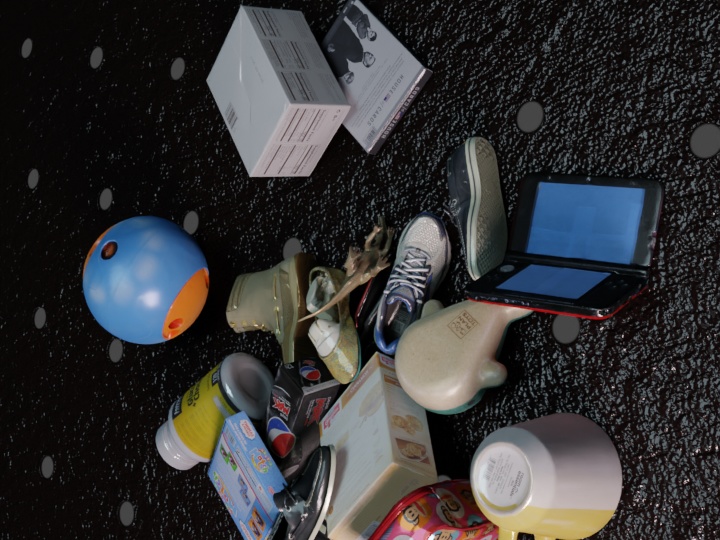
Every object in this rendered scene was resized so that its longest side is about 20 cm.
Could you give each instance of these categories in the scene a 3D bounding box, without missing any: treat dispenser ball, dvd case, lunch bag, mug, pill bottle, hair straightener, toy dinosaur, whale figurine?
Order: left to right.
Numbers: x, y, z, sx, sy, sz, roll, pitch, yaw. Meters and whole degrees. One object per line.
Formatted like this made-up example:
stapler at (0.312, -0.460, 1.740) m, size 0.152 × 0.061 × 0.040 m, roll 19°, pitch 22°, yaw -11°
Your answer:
treat dispenser ball at (-0.339, 0.015, 1.778) m, size 0.199 × 0.200 × 0.204 m, roll -7°, pitch 78°, yaw 39°
pill bottle at (-0.222, 0.221, 1.704) m, size 0.200 × 0.111 × 0.113 m, roll -40°, pitch 60°, yaw 29°
toy dinosaur at (0.000, 0.000, 1.529) m, size 0.058 × 0.201 × 0.101 m, roll 37°, pitch 153°, yaw 2°
dvd case at (0.005, -0.289, 1.645) m, size 0.151 × 0.025 × 0.200 m, roll -53°, pitch 54°, yaw 21°
hair straightener at (0.011, 0.097, 1.566) m, size 0.077 × 0.041 × 0.202 m, roll 34°, pitch 100°, yaw 38°
lunch bag at (0.081, 0.342, 1.368) m, size 0.082 × 0.199 × 0.177 m, roll 46°, pitch 111°, yaw 30°
whale figurine at (0.139, 0.097, 1.439) m, size 0.200 × 0.104 × 0.159 m, roll -45°, pitch 54°, yaw -3°
mug at (0.210, 0.258, 1.300) m, size 0.149 × 0.152 × 0.189 m, roll -29°, pitch 66°, yaw 33°

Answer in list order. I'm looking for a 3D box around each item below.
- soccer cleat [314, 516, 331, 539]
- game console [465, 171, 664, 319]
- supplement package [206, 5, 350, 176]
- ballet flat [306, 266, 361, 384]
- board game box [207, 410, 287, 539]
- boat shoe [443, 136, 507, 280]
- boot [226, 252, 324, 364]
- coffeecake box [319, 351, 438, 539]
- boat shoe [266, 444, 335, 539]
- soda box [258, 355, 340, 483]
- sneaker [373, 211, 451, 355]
soccer cleat at (-0.037, 0.341, 1.534) m, size 0.080 × 0.067 × 0.202 m, roll -21°, pitch 51°, yaw 29°
game console at (0.242, -0.035, 1.343) m, size 0.198 × 0.172 × 0.120 m, roll 7°, pitch 114°, yaw 40°
supplement package at (-0.126, -0.265, 1.674) m, size 0.156 × 0.110 × 0.201 m, roll -54°, pitch 51°, yaw 42°
ballet flat at (-0.044, 0.071, 1.561) m, size 0.071 × 0.070 × 0.201 m, roll -40°, pitch 37°, yaw 29°
board game box at (-0.159, 0.310, 1.606) m, size 0.152 × 0.036 × 0.201 m, roll 56°, pitch 150°, yaw 20°
boat shoe at (0.146, -0.076, 1.457) m, size 0.062 × 0.074 × 0.202 m, roll -22°, pitch 61°, yaw 39°
boot at (-0.129, 0.086, 1.670) m, size 0.154 × 0.072 × 0.203 m, roll -16°, pitch 71°, yaw 38°
coffeecake box at (0.018, 0.234, 1.458) m, size 0.154 × 0.072 × 0.201 m, roll -53°, pitch 26°, yaw 29°
boat shoe at (-0.086, 0.310, 1.453) m, size 0.075 × 0.065 × 0.201 m, roll -103°, pitch 30°, yaw -61°
soda box at (-0.096, 0.219, 1.583) m, size 0.063 × 0.070 × 0.202 m, roll 45°, pitch 132°, yaw 33°
sneaker at (0.068, 0.022, 1.488) m, size 0.076 × 0.085 × 0.202 m, roll 17°, pitch 98°, yaw 9°
